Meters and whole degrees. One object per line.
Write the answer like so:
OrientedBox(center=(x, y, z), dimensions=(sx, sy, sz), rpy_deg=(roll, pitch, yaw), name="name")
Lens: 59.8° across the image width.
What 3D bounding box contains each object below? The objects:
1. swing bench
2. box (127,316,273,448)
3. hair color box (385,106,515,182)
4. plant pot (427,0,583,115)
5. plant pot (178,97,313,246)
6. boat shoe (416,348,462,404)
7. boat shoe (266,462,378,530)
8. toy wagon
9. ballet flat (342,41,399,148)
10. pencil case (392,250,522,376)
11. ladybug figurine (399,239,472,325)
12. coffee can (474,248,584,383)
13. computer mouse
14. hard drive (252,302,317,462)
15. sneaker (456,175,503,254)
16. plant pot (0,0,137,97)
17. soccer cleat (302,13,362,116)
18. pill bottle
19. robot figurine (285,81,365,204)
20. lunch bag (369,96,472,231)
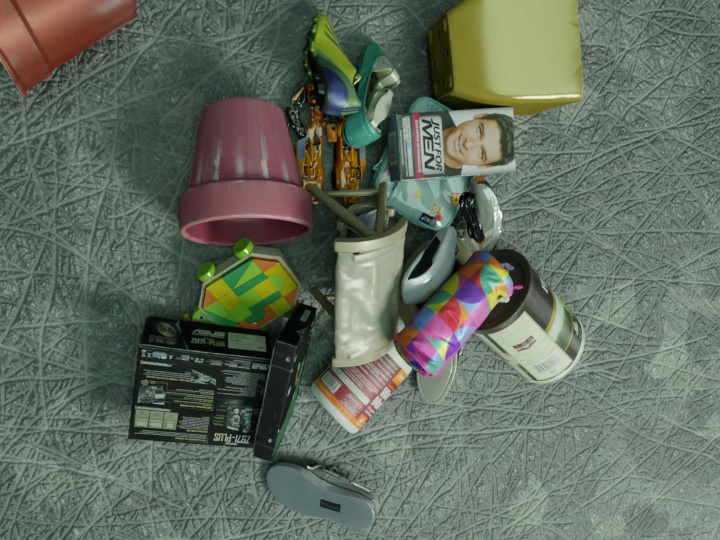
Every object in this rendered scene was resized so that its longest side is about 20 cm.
OrientedBox(center=(0.000, 0.000, 0.946), dimensions=(0.126, 0.201, 0.204), rpy_deg=(-5, 122, -14), name="swing bench")
OrientedBox(center=(-0.244, 0.174, 0.965), dimensions=(0.194, 0.086, 0.168), rpy_deg=(8, 112, -15), name="box")
OrientedBox(center=(0.143, -0.198, 0.986), dimensions=(0.194, 0.061, 0.102), rpy_deg=(-7, 97, -15), name="hair color box")
OrientedBox(center=(0.217, -0.352, 1.010), dimensions=(0.194, 0.195, 0.200), rpy_deg=(-8, 98, -8), name="plant pot")
OrientedBox(center=(-0.171, -0.144, 0.930), dimensions=(0.194, 0.200, 0.185), rpy_deg=(-2, 81, -15), name="plant pot")
OrientedBox(center=(0.145, 0.131, 1.102), dimensions=(0.072, 0.060, 0.206), rpy_deg=(7, 95, 28), name="boat shoe")
OrientedBox(center=(-0.059, 0.369, 1.068), dimensions=(0.196, 0.086, 0.077), rpy_deg=(13, 99, 13), name="boat shoe")
OrientedBox(center=(-0.190, 0.045, 0.981), dimensions=(0.197, 0.040, 0.156), rpy_deg=(-31, 127, 7), name="toy wagon")
OrientedBox(center=(0.028, -0.281, 0.985), dimensions=(0.067, 0.069, 0.205), rpy_deg=(41, 54, -45), name="ballet flat")
OrientedBox(center=(0.136, 0.061, 0.889), dimensions=(0.200, 0.088, 0.089), rpy_deg=(-43, 105, -10), name="pencil case")
OrientedBox(center=(0.127, 0.036, 1.005), dimensions=(0.132, 0.073, 0.204), rpy_deg=(2, 52, 17), name="ladybug figurine")
OrientedBox(center=(0.269, 0.081, 1.058), dimensions=(0.199, 0.146, 0.148), rpy_deg=(39, 85, -35), name="coffee can")
OrientedBox(center=(0.130, -0.022, 0.941), dimensions=(0.201, 0.043, 0.111), rpy_deg=(-52, 147, -23), name="computer mouse")
OrientedBox(center=(-0.117, 0.169, 0.968), dimensions=(0.037, 0.140, 0.205), rpy_deg=(15, 112, 4), name="hard drive")
OrientedBox(center=(0.186, -0.060, 1.058), dimensions=(0.089, 0.076, 0.204), rpy_deg=(-12, 126, -5), name="sneaker")
OrientedBox(center=(-0.420, -0.371, 0.837), dimensions=(0.193, 0.200, 0.204), rpy_deg=(-34, 103, -18), name="plant pot")
OrientedBox(center=(-0.042, -0.314, 0.965), dimensions=(0.081, 0.065, 0.204), rpy_deg=(3, 55, -19), name="soccer cleat")
OrientedBox(center=(0.018, 0.160, 1.046), dimensions=(0.200, 0.109, 0.110), rpy_deg=(-46, 105, -6), name="pill bottle")
OrientedBox(center=(-0.048, -0.210, 1.013), dimensions=(0.141, 0.058, 0.206), rpy_deg=(-3, 97, -17), name="robot figurine")
OrientedBox(center=(0.107, -0.174, 1.050), dimensions=(0.157, 0.077, 0.204), rpy_deg=(25, 89, -17), name="lunch bag")
